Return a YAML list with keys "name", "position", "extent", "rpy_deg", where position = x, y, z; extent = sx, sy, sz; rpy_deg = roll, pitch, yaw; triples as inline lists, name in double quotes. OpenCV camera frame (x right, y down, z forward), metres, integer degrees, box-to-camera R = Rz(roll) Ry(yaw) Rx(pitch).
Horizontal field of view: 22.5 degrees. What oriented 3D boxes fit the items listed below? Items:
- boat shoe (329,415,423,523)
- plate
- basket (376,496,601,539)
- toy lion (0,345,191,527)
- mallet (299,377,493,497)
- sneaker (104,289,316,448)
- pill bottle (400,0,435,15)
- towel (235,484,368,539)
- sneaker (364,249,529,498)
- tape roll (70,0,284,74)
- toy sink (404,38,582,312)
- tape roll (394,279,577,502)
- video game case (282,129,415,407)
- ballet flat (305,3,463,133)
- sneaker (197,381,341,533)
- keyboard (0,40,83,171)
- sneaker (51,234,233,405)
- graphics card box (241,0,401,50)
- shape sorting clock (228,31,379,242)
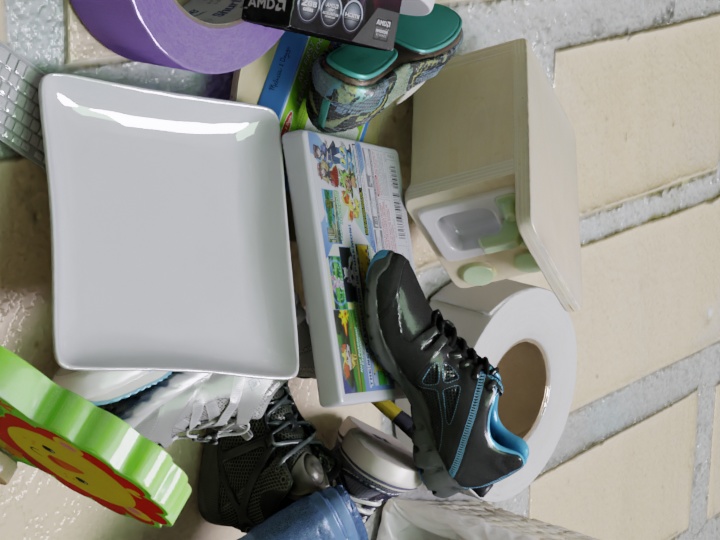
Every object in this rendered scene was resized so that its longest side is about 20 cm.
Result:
- name: "boat shoe"
  position: [0.000, 0.178, 1.447]
  extent: [0.093, 0.074, 0.200]
  rpy_deg: [-64, -178, 0]
- name: "plate"
  position: [-0.134, -0.025, 1.235]
  extent: [0.199, 0.032, 0.201]
  rpy_deg: [5, 74, -40]
- name: "basket"
  position: [0.119, 0.321, 1.621]
  extent: [0.161, 0.198, 0.201]
  rpy_deg: [11, 92, -55]
- name: "toy lion"
  position: [-0.203, 0.093, 1.128]
  extent: [0.069, 0.191, 0.200]
  rpy_deg: [-60, 140, -20]
- name: "mallet"
  position: [0.020, 0.112, 1.427]
  extent: [0.041, 0.200, 0.066]
  rpy_deg: [-54, 164, 14]
- name: "sneaker"
  position: [-0.109, 0.097, 1.300]
  extent: [0.200, 0.075, 0.082]
  rpy_deg: [-34, 103, -12]
- name: "pill bottle"
  position: [0.045, -0.305, 1.389]
  extent: [0.112, 0.112, 0.201]
  rpy_deg: [26, 81, -53]
- name: "towel"
  position: [-0.087, 0.234, 1.347]
  extent: [0.199, 0.049, 0.112]
  rpy_deg: [-29, 157, -7]
- name: "sneaker"
  position: [0.064, 0.071, 1.354]
  extent: [0.201, 0.082, 0.073]
  rpy_deg: [68, 24, -18]
- name: "tape roll"
  position: [-0.115, -0.239, 1.242]
  extent: [0.200, 0.065, 0.201]
  rpy_deg: [-21, 118, -47]
- name: "toy sink"
  position: [0.109, -0.066, 1.495]
  extent: [0.130, 0.112, 0.201]
  rpy_deg: [53, 30, -47]
- name: "tape roll"
  position: [0.117, 0.105, 1.651]
  extent: [0.202, 0.071, 0.203]
  rpy_deg: [-21, 118, -47]
- name: "video game case"
  position: [0.000, 0.000, 1.373]
  extent: [0.182, 0.022, 0.201]
  rpy_deg: [3, 78, -67]
- name: "ballet flat"
  position: [0.015, -0.155, 1.400]
  extent: [0.200, 0.074, 0.075]
  rpy_deg: [-33, 126, -53]
- name: "sneaker"
  position: [-0.064, 0.109, 1.383]
  extent: [0.076, 0.114, 0.201]
  rpy_deg: [-8, 106, -53]
- name: "keyboard"
  position: [-0.234, -0.117, 1.171]
  extent: [0.200, 0.011, 0.056]
  rpy_deg: [38, 71, -51]
- name: "sneaker"
  position: [-0.152, 0.025, 1.283]
  extent: [0.200, 0.076, 0.081]
  rpy_deg: [-43, 117, -38]
- name: "graphics card box"
  position: [-0.013, -0.262, 1.273]
  extent: [0.125, 0.051, 0.201]
  rpy_deg: [5, 98, -53]
- name: "shape sorting clock"
  position: [-0.042, -0.122, 1.394]
  extent: [0.200, 0.039, 0.201]
  rpy_deg: [-23, 116, -59]
